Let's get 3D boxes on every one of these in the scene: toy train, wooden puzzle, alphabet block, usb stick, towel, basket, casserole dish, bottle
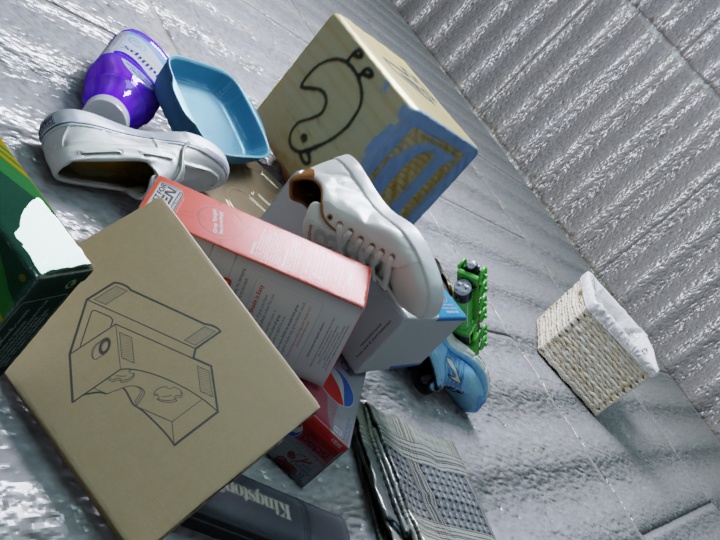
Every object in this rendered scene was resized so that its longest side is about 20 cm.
[{"bbox_3d":[0.140,0.060,1.052,0.041,0.057,0.202,22,-29,23],"label":"toy train"},{"bbox_3d":[-0.110,-0.054,0.964,0.199,0.046,0.186,38,22,-15],"label":"wooden puzzle"},{"bbox_3d":[0.007,-0.183,1.094,0.201,0.196,0.195,53,19,28],"label":"alphabet block"},{"bbox_3d":[-0.081,0.184,0.610,0.199,0.032,0.056,34,32,-34],"label":"usb stick"},{"bbox_3d":[0.072,0.231,0.841,0.198,0.034,0.195,31,27,-39],"label":"towel"},{"bbox_3d":[0.471,0.144,1.634,0.200,0.160,0.198,47,20,-5],"label":"basket"},{"bbox_3d":[-0.169,-0.175,0.919,0.123,0.038,0.200,63,17,3],"label":"casserole dish"},{"bbox_3d":[-0.257,-0.199,0.880,0.083,0.065,0.201,43,21,-24],"label":"bottle"}]

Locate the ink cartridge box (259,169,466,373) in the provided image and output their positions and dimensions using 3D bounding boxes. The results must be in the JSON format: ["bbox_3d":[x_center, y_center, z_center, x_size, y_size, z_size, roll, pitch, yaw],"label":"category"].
[{"bbox_3d":[0.000,0.000,0.852,0.201,0.085,0.143,54,23,22],"label":"ink cartridge box"}]

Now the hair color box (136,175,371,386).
[{"bbox_3d":[-0.100,0.011,0.686,0.196,0.103,0.062,23,35,-9],"label":"hair color box"}]

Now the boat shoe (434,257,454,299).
[{"bbox_3d":[0.101,0.039,1.075,0.201,0.058,0.073,74,34,-57],"label":"boat shoe"}]

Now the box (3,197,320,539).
[{"bbox_3d":[-0.148,0.066,0.563,0.162,0.021,0.201,-34,81,-30],"label":"box"}]

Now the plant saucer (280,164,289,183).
[{"bbox_3d":[-0.049,-0.115,1.201,0.200,0.037,0.201,42,22,-21],"label":"plant saucer"}]

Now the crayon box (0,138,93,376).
[{"bbox_3d":[-0.266,-0.036,0.488,0.201,0.126,0.051,51,21,9],"label":"crayon box"}]

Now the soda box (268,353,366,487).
[{"bbox_3d":[-0.040,0.111,0.782,0.070,0.063,0.201,43,21,-11],"label":"soda box"}]

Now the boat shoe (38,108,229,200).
[{"bbox_3d":[-0.205,-0.090,0.780,0.200,0.074,0.087,11,48,-47],"label":"boat shoe"}]

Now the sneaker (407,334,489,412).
[{"bbox_3d":[0.096,0.128,1.045,0.201,0.077,0.091,49,55,-33],"label":"sneaker"}]

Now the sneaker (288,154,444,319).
[{"bbox_3d":[-0.003,-0.023,0.735,0.083,0.074,0.201,-18,50,-26],"label":"sneaker"}]
